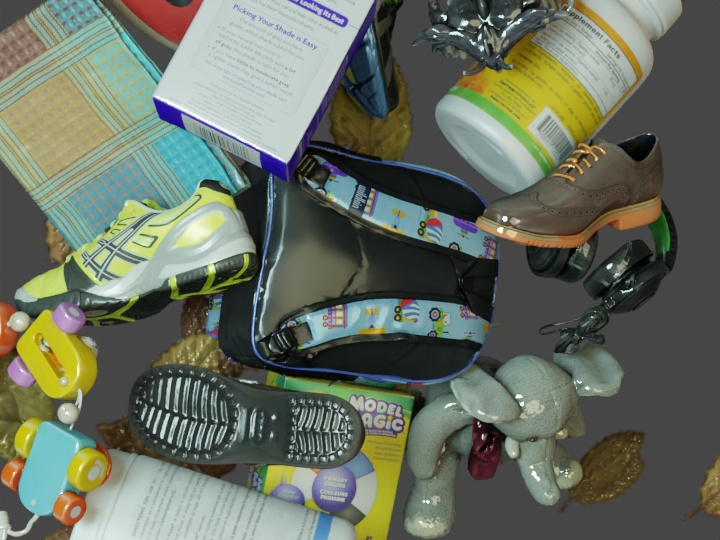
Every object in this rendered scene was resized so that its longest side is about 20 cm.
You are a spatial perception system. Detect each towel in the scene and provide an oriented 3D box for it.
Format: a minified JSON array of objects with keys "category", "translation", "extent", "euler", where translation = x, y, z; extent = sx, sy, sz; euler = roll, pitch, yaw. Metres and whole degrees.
[{"category":"towel","translation":[-0.197,-0.100,1.314],"extent":[0.147,0.022,0.200],"euler":[-31,109,18]}]

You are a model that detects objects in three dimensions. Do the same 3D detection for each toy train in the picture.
[{"category":"toy train","translation":[-0.241,0.099,1.291],"extent":[0.056,0.150,0.200],"euler":[12,61,-56]}]

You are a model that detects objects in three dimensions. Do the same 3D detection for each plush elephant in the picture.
[{"category":"plush elephant","translation":[0.124,0.121,1.426],"extent":[0.164,0.155,0.200],"euler":[-10,101,-19]}]

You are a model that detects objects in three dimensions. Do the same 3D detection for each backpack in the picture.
[{"category":"backpack","translation":[0.000,0.000,1.367],"extent":[0.200,0.135,0.183],"euler":[9,83,-23]}]

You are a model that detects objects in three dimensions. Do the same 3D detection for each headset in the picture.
[{"category":"headset","translation":[0.196,-0.013,1.439],"extent":[0.123,0.094,0.200],"euler":[31,54,-6]}]

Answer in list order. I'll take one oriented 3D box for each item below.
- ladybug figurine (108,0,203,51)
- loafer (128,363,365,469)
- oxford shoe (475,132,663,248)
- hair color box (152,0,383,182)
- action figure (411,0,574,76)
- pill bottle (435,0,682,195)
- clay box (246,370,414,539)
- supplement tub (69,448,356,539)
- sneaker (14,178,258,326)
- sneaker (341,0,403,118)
[{"category":"ladybug figurine","translation":[-0.115,-0.230,1.337],"extent":[0.200,0.072,0.136],"euler":[22,89,-22]},{"category":"loafer","translation":[-0.085,0.121,1.358],"extent":[0.200,0.071,0.073],"euler":[10,83,22]},{"category":"oxford shoe","translation":[0.161,-0.065,1.366],"extent":[0.200,0.071,0.073],"euler":[-17,121,-45]},{"category":"hair color box","translation":[-0.054,-0.178,1.269],"extent":[0.109,0.065,0.200],"euler":[27,82,3]},{"category":"action figure","translation":[0.102,-0.213,1.361],"extent":[0.102,0.119,0.200],"euler":[54,31,-53]},{"category":"pill bottle","translation":[0.164,-0.163,1.431],"extent":[0.200,0.111,0.111],"euler":[-47,110,-10]},{"category":"clay box","translation":[-0.028,0.161,1.432],"extent":[0.115,0.048,0.200],"euler":[9,94,-21]},{"category":"supplement tub","translation":[-0.113,0.222,1.331],"extent":[0.200,0.132,0.132],"euler":[19,90,0]},{"category":"sneaker","translation":[-0.167,-0.009,1.315],"extent":[0.200,0.075,0.077],"euler":[-16,77,20]},{"category":"sneaker","translation":[0.015,-0.217,1.387],"extent":[0.083,0.071,0.200],"euler":[-12,106,-29]}]
